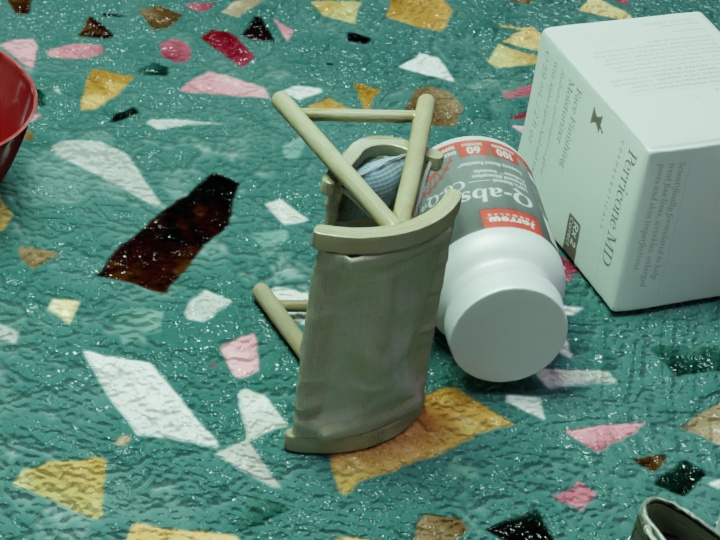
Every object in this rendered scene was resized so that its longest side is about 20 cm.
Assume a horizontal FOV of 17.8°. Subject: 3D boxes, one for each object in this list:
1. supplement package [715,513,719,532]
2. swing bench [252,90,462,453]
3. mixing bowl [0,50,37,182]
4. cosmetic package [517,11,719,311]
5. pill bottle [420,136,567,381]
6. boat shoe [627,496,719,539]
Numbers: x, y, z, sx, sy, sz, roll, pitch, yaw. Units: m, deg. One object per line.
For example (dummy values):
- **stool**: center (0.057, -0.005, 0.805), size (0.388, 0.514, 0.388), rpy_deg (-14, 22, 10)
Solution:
- **supplement package**: center (0.378, 0.183, 1.622), size (0.150, 0.152, 0.200), rpy_deg (-21, 45, -34)
- **swing bench**: center (0.000, 0.000, 1.745), size (0.129, 0.200, 0.200), rpy_deg (0, 37, -13)
- **mixing bowl**: center (-0.366, -0.100, 1.876), size (0.199, 0.109, 0.201), rpy_deg (6, 35, -5)
- **cosmetic package**: center (0.253, -0.096, 1.965), size (0.164, 0.166, 0.200), rpy_deg (-8, 38, -22)
- **pill bottle**: center (0.101, -0.009, 1.853), size (0.115, 0.116, 0.200), rpy_deg (1, 36, -11)
- **boat shoe**: center (0.263, 0.232, 1.603), size (0.071, 0.064, 0.200), rpy_deg (-25, 48, -38)
